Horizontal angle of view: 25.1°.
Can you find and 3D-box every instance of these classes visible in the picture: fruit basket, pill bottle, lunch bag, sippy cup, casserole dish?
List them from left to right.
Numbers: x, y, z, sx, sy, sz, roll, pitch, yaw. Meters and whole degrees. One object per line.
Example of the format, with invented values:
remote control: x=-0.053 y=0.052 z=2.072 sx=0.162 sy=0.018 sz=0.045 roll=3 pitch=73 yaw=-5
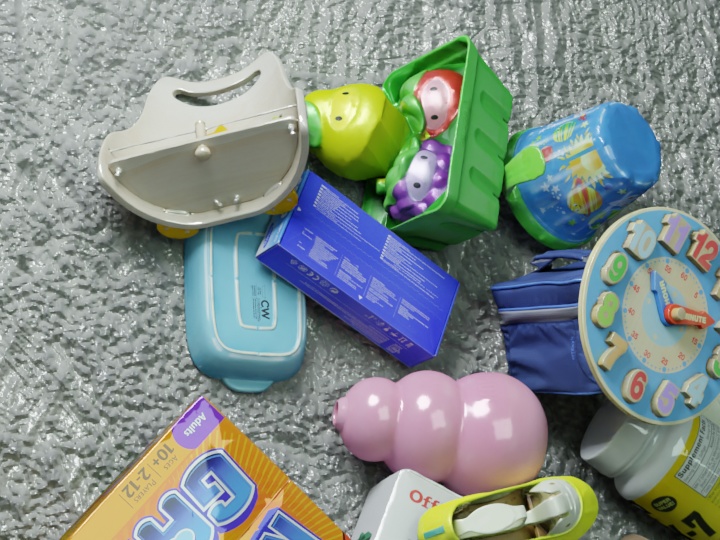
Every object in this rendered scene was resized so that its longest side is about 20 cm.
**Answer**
casserole dish: x=-0.106 y=0.015 z=1.541 sx=0.120 sy=0.039 sz=0.201 roll=5 pitch=69 yaw=-22
fruit basket: x=0.038 y=-0.135 z=1.614 sx=0.215 sy=0.155 sz=0.217 roll=15 pitch=66 yaw=-37
lunch bag: x=0.221 y=0.043 z=1.588 sx=0.135 sy=0.200 sz=0.133 roll=-13 pitch=93 yaw=-29
sippy cup: x=0.235 y=-0.106 z=1.669 sx=0.140 sy=0.130 sz=0.178 roll=49 pitch=46 yaw=-11
pill bottle: x=0.326 y=0.202 z=1.612 sx=0.199 sy=0.114 sz=0.115 roll=34 pitch=60 yaw=-7

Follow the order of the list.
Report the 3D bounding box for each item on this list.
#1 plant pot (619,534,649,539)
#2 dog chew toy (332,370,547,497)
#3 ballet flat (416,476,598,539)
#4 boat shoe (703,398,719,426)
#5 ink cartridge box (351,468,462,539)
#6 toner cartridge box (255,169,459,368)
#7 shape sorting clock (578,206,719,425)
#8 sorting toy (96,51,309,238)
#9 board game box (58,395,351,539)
plant pot: x=0.237 y=0.373 z=1.479 sx=0.174 sy=0.200 sz=0.201 roll=-32 pitch=84 yaw=-12
dog chew toy: x=0.072 y=0.149 z=1.522 sx=0.199 sy=0.125 sz=0.125 roll=11 pitch=65 yaw=-11
ballet flat: x=0.145 y=0.222 z=1.455 sx=0.199 sy=0.067 sz=0.067 roll=-7 pitch=70 yaw=-28
boat shoe: x=0.368 y=0.147 z=1.696 sx=0.200 sy=0.073 sz=0.062 roll=40 pitch=16 yaw=3
ink cartridge box: x=0.051 y=0.305 z=1.464 sx=0.146 sy=0.084 sz=0.201 roll=30 pitch=59 yaw=-11
toner cartridge box: x=0.000 y=0.000 z=1.564 sx=0.200 sy=0.043 sz=0.095 roll=36 pitch=52 yaw=-21
shape sorting clock: x=0.281 y=0.041 z=1.485 sx=0.199 sy=0.039 sz=0.201 roll=6 pitch=80 yaw=-33
sorting toy: x=-0.136 y=-0.138 z=1.536 sx=0.199 sy=0.107 sz=0.181 roll=-13 pitch=46 yaw=8
board game box: x=-0.149 y=0.263 z=1.325 sx=0.200 sy=0.200 sz=0.200 roll=44 pitch=60 yaw=-2
